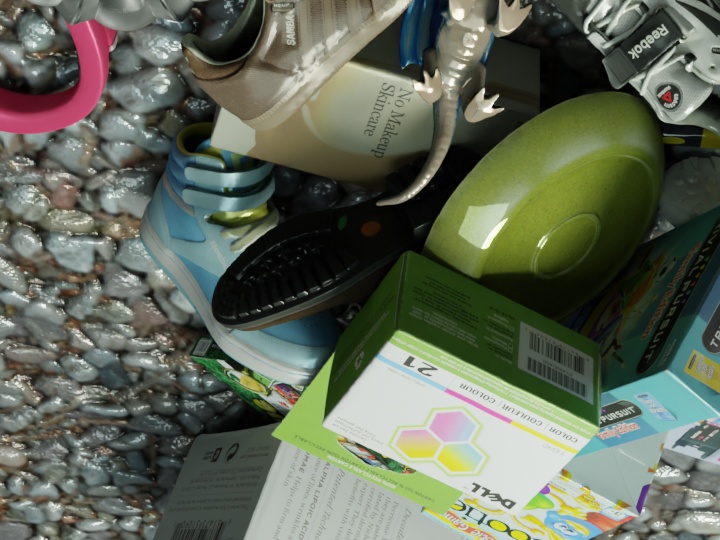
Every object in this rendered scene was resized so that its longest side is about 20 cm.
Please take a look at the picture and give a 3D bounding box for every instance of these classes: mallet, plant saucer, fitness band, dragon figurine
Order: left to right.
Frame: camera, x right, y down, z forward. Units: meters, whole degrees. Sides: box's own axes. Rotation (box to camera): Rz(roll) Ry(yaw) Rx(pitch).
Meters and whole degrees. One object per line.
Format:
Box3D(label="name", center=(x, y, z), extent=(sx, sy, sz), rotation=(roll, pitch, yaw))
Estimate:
Box3D(label="fitness band", center=(-0.242, -0.174, 1.047), extent=(0.142, 0.038, 0.201), rotation=(-6, 134, 17))
Box3D(label="dragon figurine", center=(0.057, -0.139, 0.969), extent=(0.058, 0.100, 0.202), rotation=(10, 114, -10))
Box3D(label="plant saucer", center=(0.126, -0.024, 1.040), extent=(0.198, 0.031, 0.201), rotation=(-25, 142, -21))
Box3D(label="mallet", center=(0.236, -0.096, 1.069), extent=(0.197, 0.041, 0.066), rotation=(11, 138, 1))

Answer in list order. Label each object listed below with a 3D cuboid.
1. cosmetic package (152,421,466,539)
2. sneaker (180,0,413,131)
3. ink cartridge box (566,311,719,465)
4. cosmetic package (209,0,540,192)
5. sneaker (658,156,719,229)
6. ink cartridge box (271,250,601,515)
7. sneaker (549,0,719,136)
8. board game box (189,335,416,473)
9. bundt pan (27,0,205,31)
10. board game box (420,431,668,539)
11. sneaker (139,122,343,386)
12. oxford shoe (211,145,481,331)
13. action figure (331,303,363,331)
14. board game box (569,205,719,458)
Box3D(label="cosmetic package", center=(-0.051, 0.247, 1.331), extent=(0.199, 0.167, 0.164), rotation=(33, 155, -26))
Box3D(label="sneaker", center=(-0.021, -0.168, 0.927), extent=(0.075, 0.071, 0.200), rotation=(34, 109, -28))
Box3D(label="ink cartridge box", center=(0.247, 0.089, 1.256), extent=(0.198, 0.042, 0.120), rotation=(19, 136, -10))
Box3D(label="cosmetic package", center=(0.010, -0.113, 1.050), extent=(0.197, 0.072, 0.106), rotation=(14, 136, -8))
Box3D(label="sneaker", center=(0.287, -0.013, 1.124), extent=(0.198, 0.077, 0.081), rotation=(22, 145, -12))
Box3D(label="ink cartridge box", center=(0.042, 0.103, 1.033), extent=(0.147, 0.076, 0.201), rotation=(25, 130, -13))
Box3D(label="sneaker", center=(0.187, -0.141, 0.990), extent=(0.199, 0.089, 0.074), rotation=(28, 134, -19))
Box3D(label="board game box", center=(-0.039, 0.117, 1.293), extent=(0.104, 0.024, 0.200), rotation=(7, 151, 49))
Box3D(label="bundt pan", center=(-0.140, -0.222, 0.924), extent=(0.199, 0.076, 0.204), rotation=(-4, 130, -4))
Box3D(label="board game box", center=(0.139, 0.142, 1.221), extent=(0.104, 0.104, 0.200), rotation=(28, 154, -7))
Box3D(label="sneaker", center=(-0.073, -0.022, 1.096), extent=(0.200, 0.079, 0.131), rotation=(41, 135, 23))
Box3D(label="oxford shoe", center=(0.000, 0.000, 1.042), extent=(0.198, 0.073, 0.085), rotation=(-22, 139, 7))
Box3D(label="action figure", center=(0.000, 0.033, 1.176), extent=(0.101, 0.119, 0.201), rotation=(-12, 145, -40))
Box3D(label="board game box", center=(0.195, 0.038, 1.049), extent=(0.047, 0.152, 0.200), rotation=(37, 155, -8))
